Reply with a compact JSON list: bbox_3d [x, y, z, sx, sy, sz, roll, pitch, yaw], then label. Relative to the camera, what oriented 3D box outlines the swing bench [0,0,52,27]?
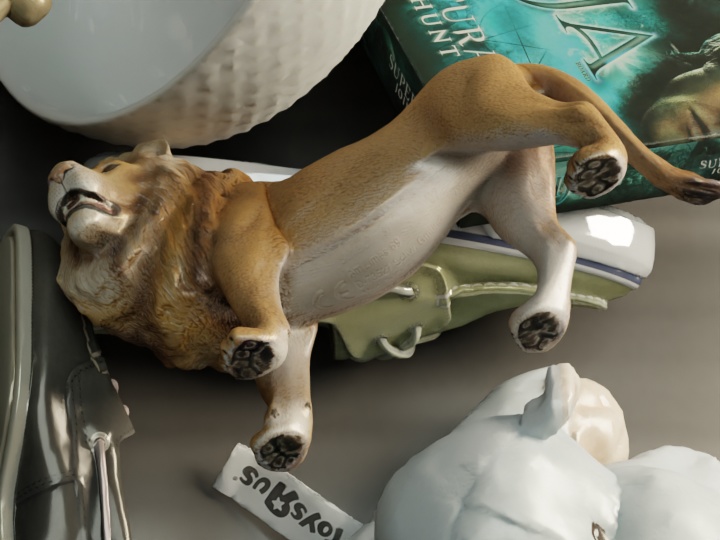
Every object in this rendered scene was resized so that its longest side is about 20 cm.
[{"bbox_3d":[-0.218,-0.101,0.613,0.200,0.130,0.199,42,69,7],"label":"swing bench"}]

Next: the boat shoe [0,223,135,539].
[{"bbox_3d":[-0.094,0.085,0.720,0.057,0.067,0.201,9,66,-24],"label":"boat shoe"}]

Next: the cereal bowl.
[{"bbox_3d":[-0.042,-0.133,0.769,0.083,0.199,0.201,18,59,-40],"label":"cereal bowl"}]

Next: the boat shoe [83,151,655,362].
[{"bbox_3d":[0.000,0.000,0.777,0.198,0.072,0.063,5,85,-1],"label":"boat shoe"}]

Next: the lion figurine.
[{"bbox_3d":[0.002,-0.018,0.686,0.199,0.073,0.123,-20,37,4],"label":"lion figurine"}]

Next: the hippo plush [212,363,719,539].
[{"bbox_3d":[0.054,0.080,0.690,0.199,0.161,0.160,27,65,2],"label":"hippo plush"}]

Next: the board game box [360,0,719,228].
[{"bbox_3d":[0.061,-0.100,0.803,0.134,0.028,0.201,-9,47,-19],"label":"board game box"}]
